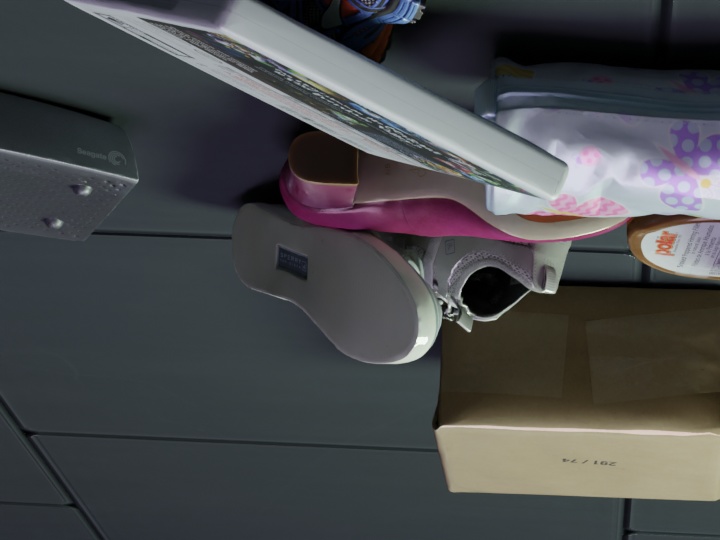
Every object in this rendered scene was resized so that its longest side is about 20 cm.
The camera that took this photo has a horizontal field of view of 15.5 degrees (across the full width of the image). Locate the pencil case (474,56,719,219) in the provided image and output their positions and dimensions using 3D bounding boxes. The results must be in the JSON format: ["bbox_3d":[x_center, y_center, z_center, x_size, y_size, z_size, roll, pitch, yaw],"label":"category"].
[{"bbox_3d":[0.159,-0.067,1.365,0.199,0.084,0.091,2,168,8],"label":"pencil case"}]

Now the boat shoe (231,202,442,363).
[{"bbox_3d":[0.000,0.001,1.552,0.071,0.071,0.201,-3,-162,-33],"label":"boat shoe"}]

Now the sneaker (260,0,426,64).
[{"bbox_3d":[-0.011,-0.143,1.196,0.078,0.076,0.200,11,159,-10],"label":"sneaker"}]

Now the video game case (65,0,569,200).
[{"bbox_3d":[-0.024,-0.091,1.262,0.199,0.023,0.182,26,177,-31],"label":"video game case"}]

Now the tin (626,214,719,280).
[{"bbox_3d":[0.253,-0.024,1.546,0.199,0.042,0.112,4,157,0],"label":"tin"}]

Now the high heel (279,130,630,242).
[{"bbox_3d":[0.054,-0.047,1.494,0.199,0.068,0.096,11,169,1],"label":"high heel"}]

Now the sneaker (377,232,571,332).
[{"bbox_3d":[0.052,-0.002,1.578,0.074,0.083,0.200,14,159,-28],"label":"sneaker"}]

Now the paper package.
[{"bbox_3d":[0.153,0.085,1.785,0.199,0.104,0.191,1,161,6],"label":"paper package"}]

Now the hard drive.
[{"bbox_3d":[-0.236,-0.066,1.511,0.199,0.043,0.135,10,160,-18],"label":"hard drive"}]
